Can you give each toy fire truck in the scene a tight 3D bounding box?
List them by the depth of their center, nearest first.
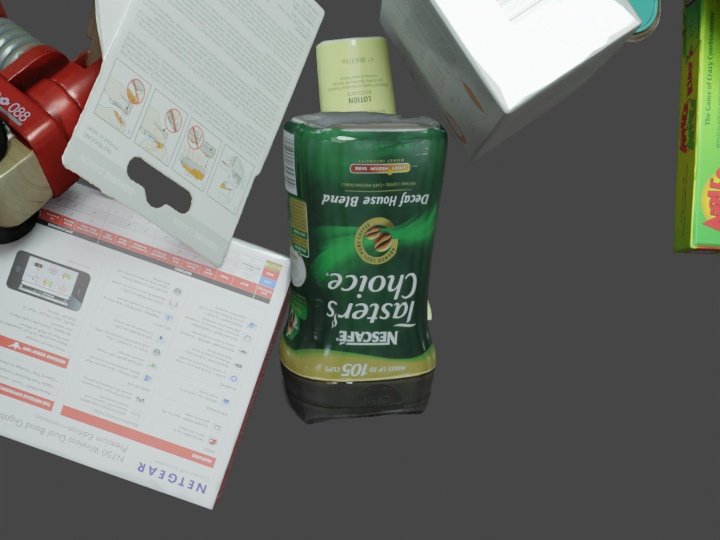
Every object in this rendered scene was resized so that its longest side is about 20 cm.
[{"bbox_3d":[-0.227,-0.150,0.807,0.176,0.129,0.200,36,65,26],"label":"toy fire truck"}]

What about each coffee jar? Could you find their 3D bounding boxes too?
[{"bbox_3d":[0.000,0.000,0.800,0.104,0.085,0.202,-3,105,-19],"label":"coffee jar"}]

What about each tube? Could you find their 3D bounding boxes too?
[{"bbox_3d":[0.005,-0.060,0.855,0.058,0.052,0.202,-1,96,37],"label":"tube"}]

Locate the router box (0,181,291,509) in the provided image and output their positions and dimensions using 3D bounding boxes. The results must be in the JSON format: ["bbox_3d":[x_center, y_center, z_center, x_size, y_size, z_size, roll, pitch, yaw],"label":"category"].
[{"bbox_3d":[-0.163,0.045,0.845,0.199,0.049,0.181,20,87,0],"label":"router box"}]

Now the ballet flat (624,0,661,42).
[{"bbox_3d":[0.137,-0.240,0.854,0.068,0.067,0.201,-34,89,-8],"label":"ballet flat"}]

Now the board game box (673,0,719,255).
[{"bbox_3d":[0.280,-0.111,0.860,0.101,0.048,0.202,3,87,0],"label":"board game box"}]

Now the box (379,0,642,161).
[{"bbox_3d":[0.086,-0.159,0.783,0.097,0.200,0.125,-33,89,-2],"label":"box"}]

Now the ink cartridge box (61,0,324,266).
[{"bbox_3d":[-0.114,-0.126,0.789,0.050,0.161,0.201,13,75,37],"label":"ink cartridge box"}]
